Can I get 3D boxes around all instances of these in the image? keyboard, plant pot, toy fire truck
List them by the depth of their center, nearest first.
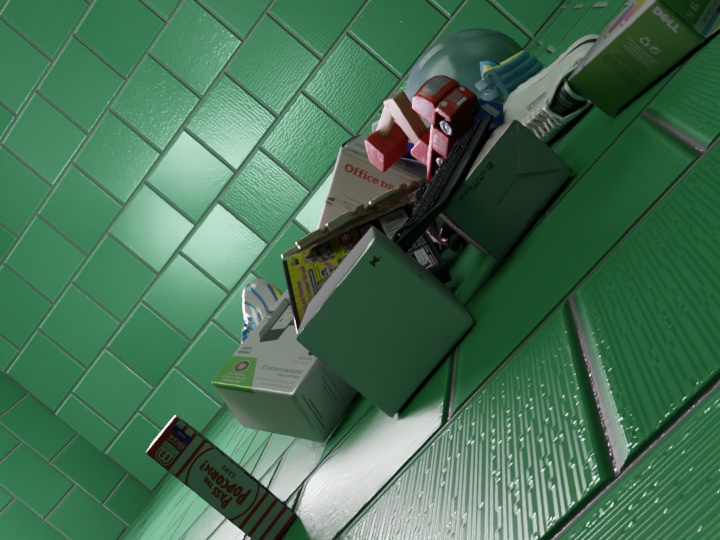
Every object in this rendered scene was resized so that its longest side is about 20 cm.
[{"bbox_3d":[0.077,-0.083,0.938,0.127,0.021,0.200,-50,4,39],"label":"keyboard"},{"bbox_3d":[0.070,-0.170,1.090,0.049,0.141,0.200,-41,-24,-21],"label":"toy fire truck"},{"bbox_3d":[0.175,-0.233,1.328,0.200,0.199,0.135,-49,30,24],"label":"plant pot"}]

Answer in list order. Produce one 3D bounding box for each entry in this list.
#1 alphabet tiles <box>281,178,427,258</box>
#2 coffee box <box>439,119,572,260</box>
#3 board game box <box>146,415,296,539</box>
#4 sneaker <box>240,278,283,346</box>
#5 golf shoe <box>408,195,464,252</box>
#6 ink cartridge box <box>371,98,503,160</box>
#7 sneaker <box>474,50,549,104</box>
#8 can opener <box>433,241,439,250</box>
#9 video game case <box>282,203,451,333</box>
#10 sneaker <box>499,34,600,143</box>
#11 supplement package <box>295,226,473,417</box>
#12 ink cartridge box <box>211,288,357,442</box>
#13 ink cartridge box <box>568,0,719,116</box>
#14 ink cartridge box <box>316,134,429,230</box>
[{"bbox_3d":[-0.006,-0.066,1.197,0.195,0.015,0.200,-29,-3,25],"label":"alphabet tiles"},{"bbox_3d":[0.140,-0.086,0.961,0.115,0.080,0.200,-50,4,5],"label":"coffee box"},{"bbox_3d":[-0.150,0.215,0.950,0.046,0.151,0.200,-51,3,-14],"label":"board game box"},{"bbox_3d":[-0.128,0.103,1.189,0.075,0.201,0.105,-30,-16,28],"label":"sneaker"},{"bbox_3d":[0.109,-0.080,1.229,0.077,0.088,0.200,-52,2,0],"label":"golf shoe"},{"bbox_3d":[0.097,-0.188,1.207,0.200,0.093,0.045,173,102,-65],"label":"ink cartridge box"},{"bbox_3d":[0.183,-0.206,1.218,0.200,0.130,0.080,-50,5,15],"label":"sneaker"},{"bbox_3d":[0.034,0.021,1.195,0.201,0.063,0.079,-58,-2,34],"label":"can opener"},{"bbox_3d":[0.000,0.000,1.078,0.180,0.026,0.200,-24,26,1],"label":"video game case"},{"bbox_3d":[0.228,-0.197,1.103,0.200,0.076,0.081,-50,13,37],"label":"sneaker"},{"bbox_3d":[0.020,0.041,0.883,0.118,0.117,0.200,-50,3,4],"label":"supplement package"},{"bbox_3d":[-0.059,0.097,1.094,0.145,0.084,0.200,0,42,41],"label":"ink cartridge box"},{"bbox_3d":[0.286,-0.237,0.839,0.104,0.059,0.200,-52,4,-26],"label":"ink cartridge box"},{"bbox_3d":[0.021,-0.080,1.344,0.085,0.145,0.201,-46,-23,-60],"label":"ink cartridge box"}]
